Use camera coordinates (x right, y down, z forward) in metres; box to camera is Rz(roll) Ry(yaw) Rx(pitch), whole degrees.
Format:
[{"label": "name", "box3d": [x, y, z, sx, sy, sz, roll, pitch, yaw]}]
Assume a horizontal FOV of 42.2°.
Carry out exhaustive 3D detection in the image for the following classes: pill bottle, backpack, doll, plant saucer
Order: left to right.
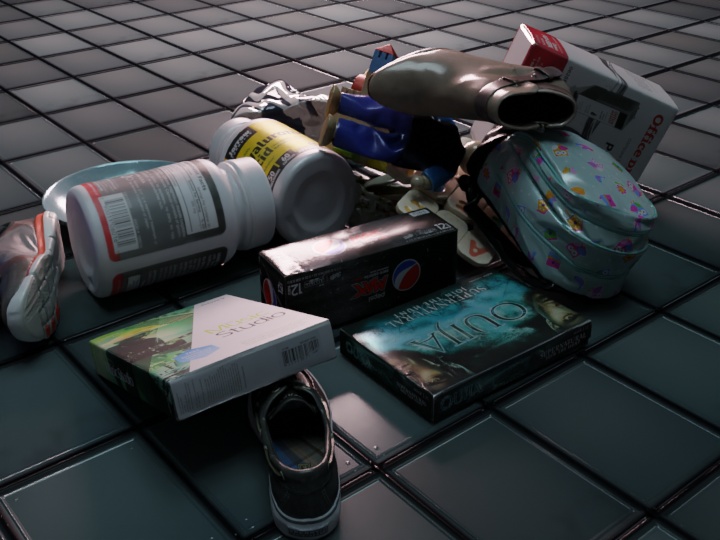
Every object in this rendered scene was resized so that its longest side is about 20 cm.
[{"label": "plant saucer", "box3d": [-0.275, -0.078, 1.111, 0.196, 0.040, 0.202, -1, 27, 0]}, {"label": "pill bottle", "box3d": [-0.197, -0.052, 0.978, 0.197, 0.116, 0.113, -16, 31, -29]}, {"label": "pill bottle", "box3d": [-0.100, -0.113, 1.096, 0.110, 0.114, 0.199, -18, 31, -30]}, {"label": "doll", "box3d": [0.057, -0.151, 1.032, 0.196, 0.049, 0.139, 16, 63, -11]}, {"label": "backpack", "box3d": [0.209, -0.066, 0.960, 0.163, 0.128, 0.202, 1, 41, -21]}]

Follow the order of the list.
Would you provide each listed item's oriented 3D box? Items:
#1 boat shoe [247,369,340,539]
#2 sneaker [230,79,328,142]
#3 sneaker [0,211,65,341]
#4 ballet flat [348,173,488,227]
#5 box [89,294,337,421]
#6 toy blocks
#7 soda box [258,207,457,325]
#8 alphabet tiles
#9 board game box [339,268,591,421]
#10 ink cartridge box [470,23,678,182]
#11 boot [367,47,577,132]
[{"label": "boat shoe", "box3d": [-0.049, 0.117, 0.718, 0.067, 0.058, 0.201, -6, 29, -11]}, {"label": "sneaker", "box3d": [-0.088, -0.236, 1.360, 0.194, 0.081, 0.131, -9, 36, 6]}, {"label": "sneaker", "box3d": [-0.337, 0.009, 0.905, 0.080, 0.079, 0.201, -5, 26, -9]}, {"label": "ballet flat", "box3d": [0.074, -0.085, 1.092, 0.195, 0.065, 0.076, -4, 27, -7]}, {"label": "box", "box3d": [-0.129, 0.065, 0.781, 0.142, 0.037, 0.198, -19, 13, -31]}, {"label": "toy blocks", "box3d": [0.024, -0.196, 1.144, 0.098, 0.140, 0.199, 21, 5, 19]}, {"label": "soda box", "box3d": [0.000, 0.000, 0.923, 0.196, 0.072, 0.063, -15, 32, -26]}, {"label": "alphabet tiles", "box3d": [0.128, -0.085, 1.052, 0.198, 0.015, 0.196, 35, 43, 10]}, {"label": "board game box", "box3d": [0.097, 0.060, 0.855, 0.197, 0.029, 0.134, -20, 33, -33]}, {"label": "ink cartridge box", "box3d": [0.251, -0.178, 1.107, 0.196, 0.149, 0.083, 19, 26, -12]}, {"label": "boot", "box3d": [0.118, -0.179, 0.950, 0.195, 0.072, 0.147, -8, 25, -12]}]
